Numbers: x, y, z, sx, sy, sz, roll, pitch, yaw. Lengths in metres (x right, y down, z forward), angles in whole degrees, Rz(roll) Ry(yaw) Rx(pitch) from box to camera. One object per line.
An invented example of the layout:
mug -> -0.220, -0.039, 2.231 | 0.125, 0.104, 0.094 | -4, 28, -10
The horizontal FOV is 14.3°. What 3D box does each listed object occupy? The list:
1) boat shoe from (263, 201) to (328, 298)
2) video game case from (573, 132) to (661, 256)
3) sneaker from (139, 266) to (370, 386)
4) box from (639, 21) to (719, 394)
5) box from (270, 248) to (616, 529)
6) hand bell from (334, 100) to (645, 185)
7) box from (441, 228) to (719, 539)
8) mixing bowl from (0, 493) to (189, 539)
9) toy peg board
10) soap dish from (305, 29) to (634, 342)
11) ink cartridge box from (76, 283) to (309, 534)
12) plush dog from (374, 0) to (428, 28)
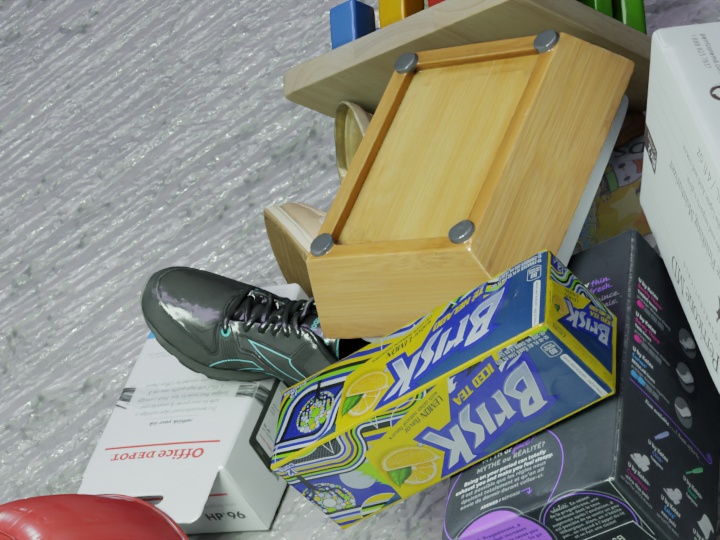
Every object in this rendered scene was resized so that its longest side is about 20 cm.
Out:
boat shoe -> 0.000, 0.000, 1.932 | 0.069, 0.074, 0.200 | -26, 33, -17
video game case -> 0.187, -0.018, 1.835 | 0.182, 0.023, 0.200 | -10, 43, 31
sneaker -> -0.044, 0.039, 1.821 | 0.200, 0.079, 0.075 | 23, 54, 4
box -> 0.280, -0.042, 1.634 | 0.200, 0.131, 0.199 | -7, 39, -8
box -> 0.047, 0.069, 1.626 | 0.200, 0.070, 0.064 | -30, 34, 28
hand bell -> 0.092, -0.078, 1.879 | 0.200, 0.104, 0.104 | -12, 34, -13
box -> 0.133, 0.095, 1.665 | 0.122, 0.106, 0.200 | -24, 36, 31
mixing bowl -> -0.204, 0.217, 1.749 | 0.200, 0.108, 0.201 | -16, 61, 30
toy peg board -> 0.086, -0.160, 1.883 | 0.199, 0.200, 0.098 | -20, 63, 38
soap dish -> 0.063, -0.053, 1.729 | 0.157, 0.081, 0.200 | -4, 50, 41
ink cartridge box -> -0.102, 0.108, 1.881 | 0.116, 0.068, 0.200 | -7, 44, 33
plush dog -> 0.091, -0.214, 2.007 | 0.200, 0.172, 0.161 | -33, 36, 2
